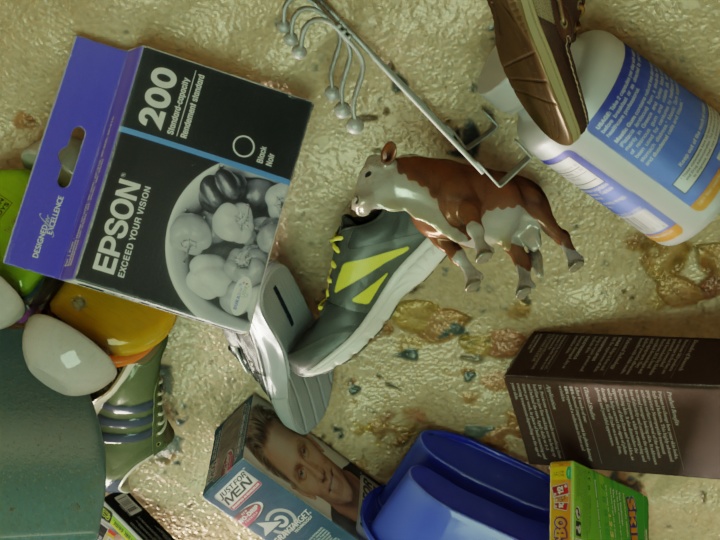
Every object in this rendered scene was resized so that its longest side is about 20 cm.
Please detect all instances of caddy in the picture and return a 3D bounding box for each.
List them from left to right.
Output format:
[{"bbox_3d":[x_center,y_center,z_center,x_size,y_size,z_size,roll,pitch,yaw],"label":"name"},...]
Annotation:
[{"bbox_3d":[0.100,0.231,1.726,0.200,0.141,0.105,25,115,0],"label":"caddy"}]

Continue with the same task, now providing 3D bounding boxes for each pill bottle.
[{"bbox_3d":[0.193,-0.116,1.525,0.200,0.112,0.112,34,118,-16],"label":"pill bottle"}]

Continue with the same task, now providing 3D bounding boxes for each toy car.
[{"bbox_3d":[-0.245,0.003,1.615,0.200,0.175,0.150,35,160,-2],"label":"toy car"}]

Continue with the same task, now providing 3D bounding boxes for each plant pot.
[{"bbox_3d":[-0.326,0.185,1.651,0.196,0.200,0.196,4,133,-46],"label":"plant pot"}]

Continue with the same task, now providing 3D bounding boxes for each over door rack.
[{"bbox_3d":[0.024,-0.130,1.501,0.200,0.148,0.067,33,99,-15],"label":"over door rack"}]

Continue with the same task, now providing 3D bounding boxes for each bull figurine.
[{"bbox_3d":[0.086,-0.041,1.538,0.200,0.122,0.065,1,141,-43],"label":"bull figurine"}]

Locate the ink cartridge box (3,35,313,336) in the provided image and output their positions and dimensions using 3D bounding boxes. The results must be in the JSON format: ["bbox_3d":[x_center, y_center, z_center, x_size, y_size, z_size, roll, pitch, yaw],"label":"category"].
[{"bbox_3d":[-0.157,-0.070,1.544,0.200,0.043,0.198,17,79,-8],"label":"ink cartridge box"}]

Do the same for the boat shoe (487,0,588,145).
[{"bbox_3d":[0.134,-0.190,1.418,0.072,0.072,0.200,-26,104,-15],"label":"boat shoe"}]

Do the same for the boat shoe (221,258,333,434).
[{"bbox_3d":[-0.077,0.057,1.680,0.071,0.072,0.200,17,141,32],"label":"boat shoe"}]

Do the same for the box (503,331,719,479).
[{"bbox_3d":[0.231,0.111,1.647,0.200,0.075,0.100,3,126,32],"label":"box"}]

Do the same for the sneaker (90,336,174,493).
[{"bbox_3d":[-0.200,0.121,1.733,0.090,0.067,0.200,22,118,-25],"label":"sneaker"}]

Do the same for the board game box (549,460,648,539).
[{"bbox_3d":[0.210,0.228,1.697,0.030,0.096,0.200,-7,162,28],"label":"board game box"}]

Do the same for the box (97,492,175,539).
[{"bbox_3d":[-0.183,0.307,1.800,0.200,0.035,0.110,42,120,16],"label":"box"}]

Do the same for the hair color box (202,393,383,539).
[{"bbox_3d":[-0.041,0.208,1.749,0.200,0.100,0.061,36,117,-18],"label":"hair color box"}]

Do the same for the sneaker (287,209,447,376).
[{"bbox_3d":[0.000,0.000,1.630,0.085,0.074,0.200,41,95,-7],"label":"sneaker"}]
